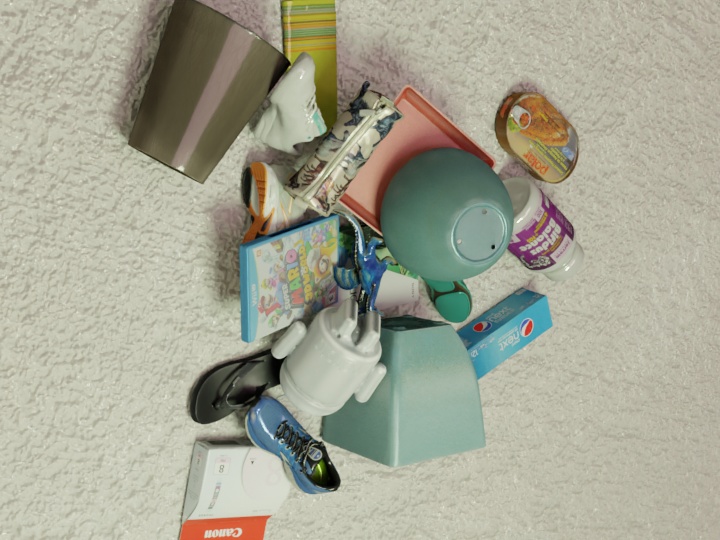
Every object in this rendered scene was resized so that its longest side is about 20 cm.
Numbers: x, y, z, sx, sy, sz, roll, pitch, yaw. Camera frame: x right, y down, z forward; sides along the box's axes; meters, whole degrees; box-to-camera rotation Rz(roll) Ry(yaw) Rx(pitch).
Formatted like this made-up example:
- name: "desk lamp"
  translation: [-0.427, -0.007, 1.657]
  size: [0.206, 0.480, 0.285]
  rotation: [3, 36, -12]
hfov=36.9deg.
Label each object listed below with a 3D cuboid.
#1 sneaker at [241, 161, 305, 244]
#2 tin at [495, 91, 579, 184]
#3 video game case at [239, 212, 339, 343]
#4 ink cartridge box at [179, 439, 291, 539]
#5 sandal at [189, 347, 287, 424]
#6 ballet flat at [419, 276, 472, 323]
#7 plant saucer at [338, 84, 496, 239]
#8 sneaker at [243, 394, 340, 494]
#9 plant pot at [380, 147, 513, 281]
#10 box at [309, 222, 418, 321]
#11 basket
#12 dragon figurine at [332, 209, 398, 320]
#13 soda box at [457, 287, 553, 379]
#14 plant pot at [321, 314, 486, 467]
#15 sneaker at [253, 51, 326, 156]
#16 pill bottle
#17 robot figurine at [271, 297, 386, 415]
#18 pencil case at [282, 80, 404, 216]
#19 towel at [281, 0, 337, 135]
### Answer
- name: "sneaker"
  translation: [-0.119, -0.059, 1.576]
  size: [0.092, 0.076, 0.201]
  rotation: [-8, 108, -40]
- name: "tin"
  translation: [0.308, -0.230, 1.877]
  size: [0.200, 0.042, 0.112]
  rotation: [36, 76, -38]
- name: "video game case"
  translation: [-0.099, 0.008, 1.557]
  size: [0.200, 0.018, 0.144]
  rotation: [-23, 121, -48]
- name: "ink cartridge box"
  translation: [-0.190, 0.360, 1.648]
  size: [0.162, 0.057, 0.201]
  rotation: [6, 94, -38]
- name: "sandal"
  translation: [-0.168, 0.166, 1.614]
  size: [0.199, 0.043, 0.077]
  rotation: [-28, 118, -29]
- name: "ballet flat"
  translation: [0.144, 0.015, 1.791]
  size: [0.200, 0.067, 0.071]
  rotation: [56, 30, -55]
- name: "plant saucer"
  translation: [0.075, -0.144, 1.618]
  size: [0.200, 0.037, 0.200]
  rotation: [37, 90, -26]
- name: "sneaker"
  translation: [-0.094, 0.261, 1.616]
  size: [0.200, 0.089, 0.079]
  rotation: [51, 59, -25]
- name: "plant pot"
  translation: [0.145, -0.069, 1.572]
  size: [0.199, 0.135, 0.201]
  rotation: [-6, 108, -19]
- name: "box"
  translation: [0.007, -0.004, 1.708]
  size: [0.199, 0.036, 0.145]
  rotation: [-14, 110, -35]
- name: "basket"
  translation: [-0.213, -0.229, 1.422]
  size: [0.180, 0.136, 0.201]
  rotation: [29, 88, -32]
- name: "dragon figurine"
  translation: [0.000, 0.000, 1.627]
  size: [0.100, 0.059, 0.200]
  rotation: [-61, 145, -24]
- name: "soda box"
  translation: [0.246, 0.111, 1.903]
  size: [0.199, 0.064, 0.068]
  rotation: [-31, 119, -27]
- name: "plant pot"
  translation: [0.068, 0.179, 1.711]
  size: [0.195, 0.195, 0.201]
  rotation: [-5, 99, -36]
- name: "sneaker"
  translation: [-0.081, -0.222, 1.476]
  size: [0.088, 0.200, 0.075]
  rotation: [35, 64, -2]
- name: "pill bottle"
  translation: [0.305, -0.065, 1.870]
  size: [0.200, 0.112, 0.113]
  rotation: [39, 78, -37]
- name: "robot figurine"
  translation: [-0.046, 0.135, 1.599]
  size: [0.169, 0.113, 0.200]
  rotation: [30, 118, -12]
- name: "pencil case"
  translation: [-0.024, -0.166, 1.517]
  size: [0.200, 0.078, 0.089]
  rotation: [-52, 172, 1]
- name: "towel"
  translation: [-0.075, -0.297, 1.582]
  size: [0.086, 0.018, 0.201]
  rotation: [-11, 109, -29]
